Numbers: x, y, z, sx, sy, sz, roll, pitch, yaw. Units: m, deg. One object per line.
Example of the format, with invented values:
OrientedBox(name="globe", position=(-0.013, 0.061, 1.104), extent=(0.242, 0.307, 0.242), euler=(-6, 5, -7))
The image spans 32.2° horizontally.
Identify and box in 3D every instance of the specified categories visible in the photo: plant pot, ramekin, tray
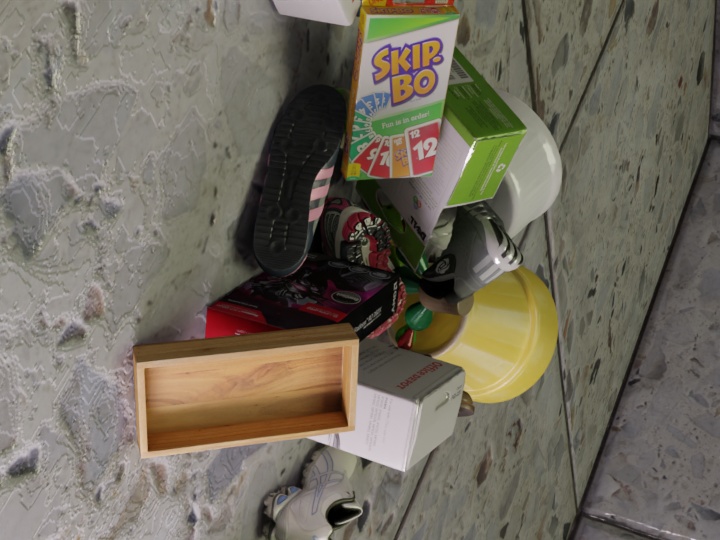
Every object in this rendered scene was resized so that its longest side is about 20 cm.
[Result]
OrientedBox(name="plant pot", position=(0.137, 0.069, 1.686), extent=(0.189, 0.200, 0.202), euler=(19, 86, -52))
OrientedBox(name="ramekin", position=(0.141, -0.122, 1.559), extent=(0.098, 0.200, 0.201), euler=(-44, 143, -39))
OrientedBox(name="tray", position=(-0.103, 0.107, 1.131), extent=(0.037, 0.199, 0.099), euler=(-124, -148, -59))

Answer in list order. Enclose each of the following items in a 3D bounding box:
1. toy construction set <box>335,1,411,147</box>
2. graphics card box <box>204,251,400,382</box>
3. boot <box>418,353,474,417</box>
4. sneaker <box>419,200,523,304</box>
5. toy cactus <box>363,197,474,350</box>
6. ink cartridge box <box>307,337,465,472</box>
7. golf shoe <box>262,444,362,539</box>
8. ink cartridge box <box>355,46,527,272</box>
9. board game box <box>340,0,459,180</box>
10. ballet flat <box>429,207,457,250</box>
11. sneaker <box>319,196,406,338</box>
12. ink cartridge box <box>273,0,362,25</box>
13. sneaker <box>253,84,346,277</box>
OrientedBox(name="toy construction set", position=(0.018, -0.214, 1.306), extent=(0.131, 0.092, 0.201), euler=(-133, -136, -62))
OrientedBox(name="graphics card box", position=(-0.055, 0.041, 1.267), extent=(0.200, 0.125, 0.051), euler=(-33, 132, -58))
OrientedBox(name="boot", position=(0.071, 0.132, 1.468), extent=(0.073, 0.200, 0.076), euler=(19, 81, -26))
OrientedBox(name="sneaker", position=(0.109, -0.026, 1.424), extent=(0.115, 0.075, 0.200), euler=(-41, -161, 10))
OrientedBox(name="toy cactus", position=(0.059, 0.016, 1.497), extent=(0.102, 0.165, 0.201), euler=(-20, 118, -40))
OrientedBox(name="ink cartridge box", position=(-0.005, 0.129, 1.337), extent=(0.146, 0.199, 0.085), euler=(-22, 123, -63))
OrientedBox(name="golf shoe", position=(-0.035, 0.274, 1.493), extent=(0.200, 0.097, 0.079), euler=(-41, 138, -57))
OrientedBox(name="ink cartridge box", position=(0.081, -0.123, 1.383), extent=(0.075, 0.148, 0.201), euler=(-14, 143, -32))
OrientedBox(name="board game box", position=(0.038, -0.181, 1.229), extent=(0.030, 0.095, 0.201), euler=(-117, -152, -52))
OrientedBox(name="ballet flat", position=(0.075, -0.099, 1.497), extent=(0.069, 0.069, 0.201), euler=(-49, 120, -48))
OrientedBox(name="sneaker", position=(0.000, 0.000, 1.426), extent=(0.080, 0.075, 0.201), euler=(-29, 136, -24))
OrientedBox(name="ink cartridge box", position=(-0.042, -0.341, 1.125), extent=(0.147, 0.084, 0.200), euler=(-68, 156, -19))
OrientedBox(name="sneaker", position=(-0.065, -0.089, 1.268), extent=(0.082, 0.070, 0.201), euler=(102, 6, -77))
